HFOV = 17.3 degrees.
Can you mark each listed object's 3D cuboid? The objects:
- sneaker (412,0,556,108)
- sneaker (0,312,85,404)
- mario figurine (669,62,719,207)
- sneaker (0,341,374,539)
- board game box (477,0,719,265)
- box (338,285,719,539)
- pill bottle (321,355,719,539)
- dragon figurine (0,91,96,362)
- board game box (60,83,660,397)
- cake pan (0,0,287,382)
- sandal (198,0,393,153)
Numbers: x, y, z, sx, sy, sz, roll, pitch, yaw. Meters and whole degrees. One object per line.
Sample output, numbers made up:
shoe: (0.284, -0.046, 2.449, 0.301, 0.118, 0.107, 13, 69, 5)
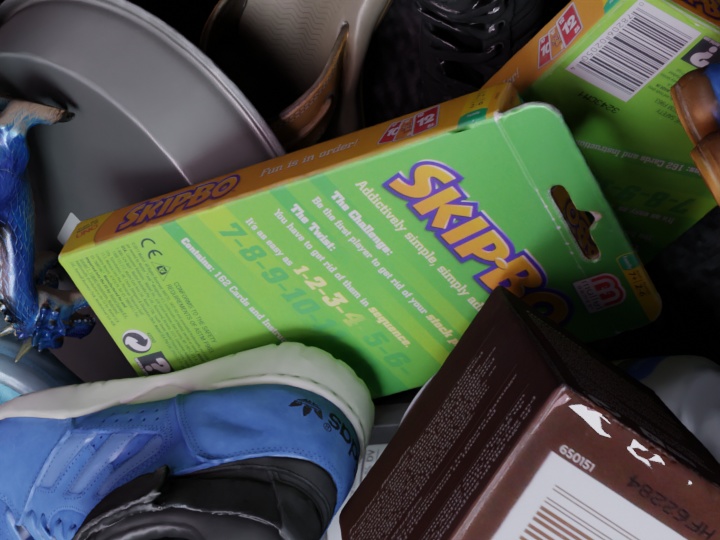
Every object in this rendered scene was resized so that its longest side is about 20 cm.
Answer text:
sneaker: (0.033, -0.110, 0.825, 0.060, 0.104, 0.200, 17, 118, 25)
sneaker: (-0.113, 0.093, 1.013, 0.200, 0.082, 0.074, 36, 126, 11)
mario figurine: (0.206, -0.057, 0.735, 0.200, 0.106, 0.124, -26, 66, 15)
sneaker: (-0.093, 0.098, 0.844, 0.199, 0.111, 0.077, -16, 122, 28)
board game box: (0.068, -0.028, 0.854, 0.095, 0.030, 0.200, 24, 130, -28)
box: (0.049, 0.075, 0.709, 0.075, 0.200, 0.100, 34, 95, -7)
pill bottle: (0.042, 0.095, 0.890, 0.199, 0.114, 0.114, -6, 106, 29)
dragon figurine: (-0.165, -0.021, 0.869, 0.059, 0.200, 0.100, 16, 95, 36)
board game box: (0.000, 0.000, 0.835, 0.199, 0.030, 0.096, -15, 121, 30)
cake pan: (-0.095, -0.018, 0.948, 0.200, 0.037, 0.201, 29, 140, 28)
sandal: (-0.031, -0.077, 0.909, 0.080, 0.054, 0.200, 28, 122, 19)
